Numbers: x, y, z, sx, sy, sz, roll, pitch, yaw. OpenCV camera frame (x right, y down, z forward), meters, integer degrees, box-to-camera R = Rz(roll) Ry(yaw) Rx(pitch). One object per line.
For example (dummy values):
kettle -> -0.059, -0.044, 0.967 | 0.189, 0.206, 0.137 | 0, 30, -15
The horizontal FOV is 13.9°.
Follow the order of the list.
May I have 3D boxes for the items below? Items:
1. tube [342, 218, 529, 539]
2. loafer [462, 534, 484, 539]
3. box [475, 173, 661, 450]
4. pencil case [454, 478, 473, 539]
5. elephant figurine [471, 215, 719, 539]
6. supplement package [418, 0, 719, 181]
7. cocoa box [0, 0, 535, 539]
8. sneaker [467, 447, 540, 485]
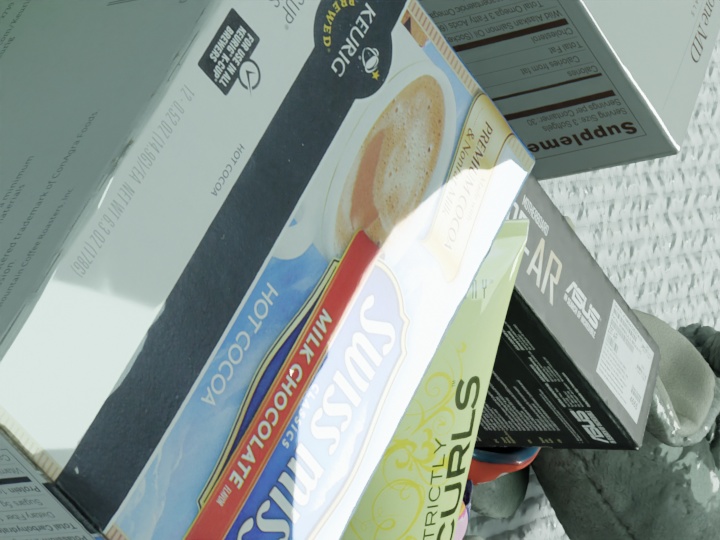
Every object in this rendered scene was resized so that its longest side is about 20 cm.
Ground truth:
tube -> 0.007, 0.076, 1.007 | 0.058, 0.052, 0.201 | -33, 136, -60
loafer -> 0.069, 0.206, 1.274 | 0.070, 0.070, 0.201 | -46, 127, -41
box -> 0.000, 0.000, 1.076 | 0.200, 0.159, 0.044 | 49, 49, -47
pencil case -> -0.017, 0.163, 1.112 | 0.088, 0.087, 0.201 | 54, 42, -44
elephant figurine -> 0.090, 0.050, 1.290 | 0.200, 0.155, 0.142 | 37, 88, -43
supplement package -> 0.050, -0.145, 1.191 | 0.200, 0.117, 0.117 | 52, 43, -34
cocoa box -> -0.066, 0.004, 0.841 | 0.131, 0.133, 0.201 | 50, 54, -31
sneaker -> 0.026, -0.002, 1.198 | 0.075, 0.084, 0.201 | -50, 129, -50
